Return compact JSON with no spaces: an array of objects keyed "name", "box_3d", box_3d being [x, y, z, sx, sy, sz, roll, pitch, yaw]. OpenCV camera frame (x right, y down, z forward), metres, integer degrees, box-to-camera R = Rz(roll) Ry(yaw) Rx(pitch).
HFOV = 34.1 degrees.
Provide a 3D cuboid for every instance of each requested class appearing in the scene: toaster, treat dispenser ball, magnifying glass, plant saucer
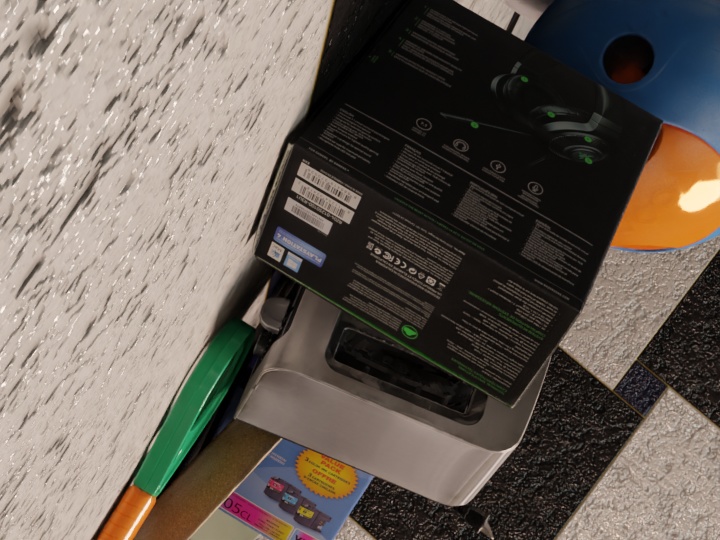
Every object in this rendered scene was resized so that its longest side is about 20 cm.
[{"name":"toaster","box_3d":[0.036,0.043,0.770,0.119,0.198,0.182,116,-3,-61]},{"name":"treat dispenser ball","box_3d":[0.202,-0.114,0.824,0.202,0.200,0.201,-59,176,-6]},{"name":"magnifying glass","box_3d":[-0.124,0.118,0.733,0.201,0.022,0.080,-61,177,-11]},{"name":"plant saucer","box_3d":[-0.108,0.153,0.852,0.200,0.035,0.200,-47,177,-3]}]

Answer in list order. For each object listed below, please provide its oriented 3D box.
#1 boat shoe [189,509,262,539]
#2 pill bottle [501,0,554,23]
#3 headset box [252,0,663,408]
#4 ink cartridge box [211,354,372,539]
[{"name":"boat shoe","box_3d":[-0.103,0.218,1.116,0.200,0.071,0.071,-23,-172,-43]},{"name":"pill bottle","box_3d":[0.184,-0.291,0.913,0.201,0.110,0.111,-59,176,5]},{"name":"headset box","box_3d":[0.063,-0.055,0.683,0.201,0.173,0.093,-57,176,-43]},{"name":"ink cartridge box","box_3d":[-0.046,0.136,0.984,0.201,0.136,0.076,-62,177,35]}]
